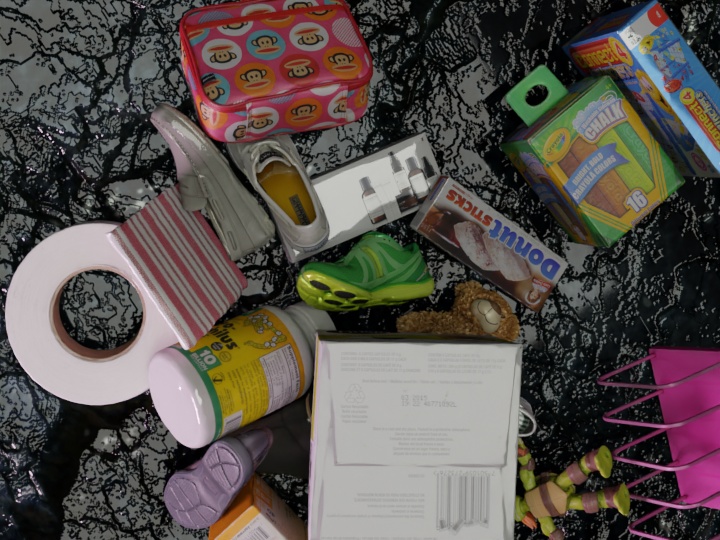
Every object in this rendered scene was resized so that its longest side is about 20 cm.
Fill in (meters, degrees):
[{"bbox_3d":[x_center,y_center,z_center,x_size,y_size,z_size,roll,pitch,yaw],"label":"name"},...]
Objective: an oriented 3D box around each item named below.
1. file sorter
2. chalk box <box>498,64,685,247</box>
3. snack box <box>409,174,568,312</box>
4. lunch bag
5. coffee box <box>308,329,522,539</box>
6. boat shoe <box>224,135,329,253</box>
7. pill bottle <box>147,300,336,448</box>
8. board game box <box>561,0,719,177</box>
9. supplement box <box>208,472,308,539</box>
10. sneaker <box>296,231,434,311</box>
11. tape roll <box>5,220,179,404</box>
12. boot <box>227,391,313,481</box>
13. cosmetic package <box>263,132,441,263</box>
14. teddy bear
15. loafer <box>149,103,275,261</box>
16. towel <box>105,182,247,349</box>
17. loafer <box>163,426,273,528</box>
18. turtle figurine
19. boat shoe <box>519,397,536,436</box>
[{"bbox_3d":[0.373,0.204,1.388,0.125,0.139,0.202,-18,97,-29],"label":"file sorter"},{"bbox_3d":[0.251,-0.142,1.368,0.124,0.124,0.200,-40,99,-4],"label":"chalk box"},{"bbox_3d":[0.152,-0.030,1.387,0.199,0.024,0.072,33,88,-26],"label":"snack box"},{"bbox_3d":[-0.096,-0.235,1.306,0.199,0.082,0.177,-12,58,-15],"label":"lunch bag"},{"bbox_3d":[0.048,0.165,1.212,0.198,0.198,0.202,2,90,-3],"label":"coffee box"},{"bbox_3d":[-0.096,-0.114,1.307,0.071,0.070,0.201,-25,69,-7],"label":"boat shoe"},{"bbox_3d":[-0.123,0.106,1.309,0.199,0.112,0.114,-23,99,-34],"label":"pill bottle"},{"bbox_3d":[0.332,-0.199,1.338,0.056,0.200,0.196,-39,98,-2],"label":"board game box"},{"bbox_3d":[-0.079,0.338,1.352,0.073,0.126,0.200,-42,100,2],"label":"supplement box"},{"bbox_3d":[0.000,0.000,1.342,0.199,0.074,0.084,-1,75,-47],"label":"sneaker"},{"bbox_3d":[-0.290,0.045,1.326,0.201,0.071,0.204,-1,94,-8],"label":"tape roll"},{"bbox_3d":[-0.056,0.233,1.389,0.138,0.078,0.201,-20,114,17],"label":"boot"},{"bbox_3d":[-0.005,-0.085,1.370,0.199,0.051,0.083,-24,97,-6],"label":"cosmetic package"},{"bbox_3d":[0.103,0.094,1.361,0.199,0.067,0.145,-28,60,-14],"label":"teddy bear"},{"bbox_3d":[-0.171,-0.094,1.306,0.070,0.070,0.200,-40,116,-7],"label":"loafer"},{"bbox_3d":[-0.196,-0.007,1.278,0.030,0.200,0.147,-31,99,20],"label":"towel"},{"bbox_3d":[-0.155,0.230,1.321,0.063,0.200,0.072,-30,80,-41],"label":"loafer"},{"bbox_3d":[0.237,0.278,1.413,0.161,0.064,0.201,-22,84,30],"label":"turtle figurine"},{"bbox_3d":[0.116,0.150,1.399,0.198,0.067,0.074,12,92,-9],"label":"boat shoe"}]
